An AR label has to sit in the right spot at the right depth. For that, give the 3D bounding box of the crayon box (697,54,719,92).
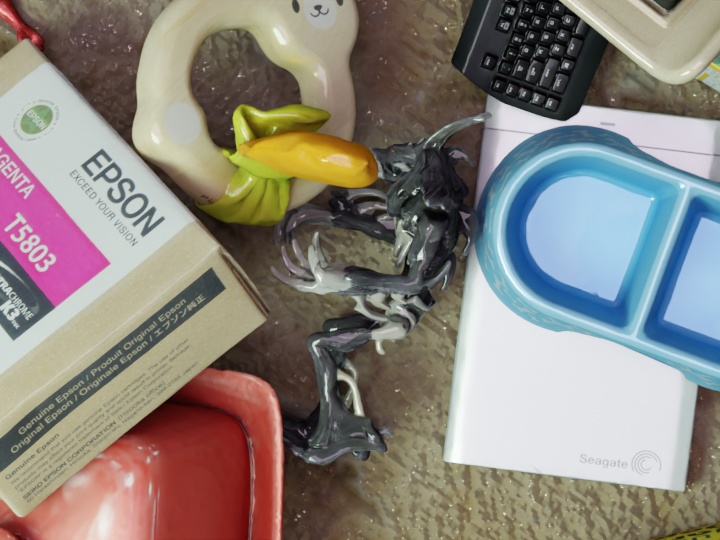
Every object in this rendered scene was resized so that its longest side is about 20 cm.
[{"bbox_3d":[0.240,-0.091,1.417,0.200,0.126,0.052,33,93,2],"label":"crayon box"}]

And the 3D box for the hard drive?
[{"bbox_3d":[0.122,0.012,1.478,0.132,0.027,0.200,7,92,4],"label":"hard drive"}]

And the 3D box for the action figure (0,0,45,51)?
[{"bbox_3d":[-0.167,-0.151,1.473,0.200,0.065,0.099,-10,82,4],"label":"action figure"}]

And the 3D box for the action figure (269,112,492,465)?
[{"bbox_3d":[0.000,0.000,1.444,0.102,0.119,0.200,20,98,-2],"label":"action figure"}]

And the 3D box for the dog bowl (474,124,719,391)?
[{"bbox_3d":[0.157,-0.005,1.437,0.200,0.050,0.112,20,92,2],"label":"dog bowl"}]

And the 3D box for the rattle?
[{"bbox_3d":[-0.025,-0.128,1.391,0.130,0.143,0.200,33,65,-7],"label":"rattle"}]

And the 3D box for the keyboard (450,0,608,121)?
[{"bbox_3d":[0.105,-0.181,1.419,0.104,0.040,0.200,18,99,-14],"label":"keyboard"}]

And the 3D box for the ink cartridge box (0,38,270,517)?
[{"bbox_3d":[-0.171,0.000,1.398,0.165,0.075,0.200,-41,52,-6],"label":"ink cartridge box"}]

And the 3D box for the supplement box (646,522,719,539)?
[{"bbox_3d":[0.175,0.244,1.439,0.109,0.110,0.200,-14,91,4],"label":"supplement box"}]

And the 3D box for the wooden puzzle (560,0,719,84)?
[{"bbox_3d":[0.140,-0.213,1.357,0.200,0.037,0.185,38,73,12],"label":"wooden puzzle"}]

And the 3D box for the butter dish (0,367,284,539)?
[{"bbox_3d":[-0.152,0.148,1.421,0.199,0.148,0.200,3,92,29],"label":"butter dish"}]
